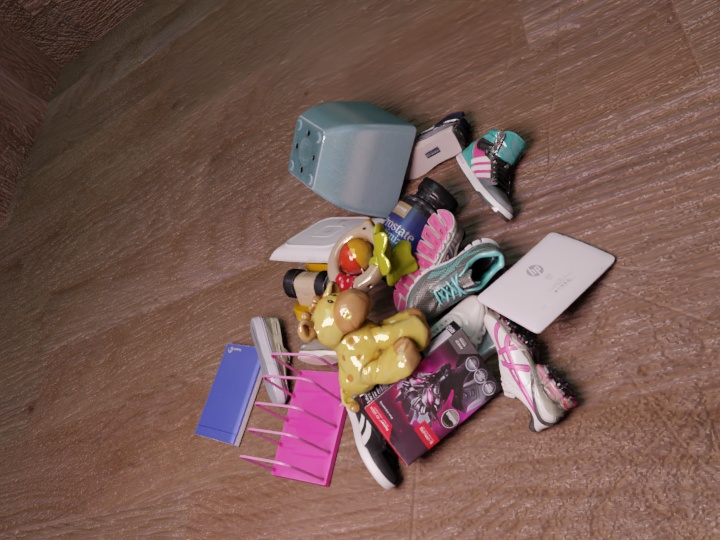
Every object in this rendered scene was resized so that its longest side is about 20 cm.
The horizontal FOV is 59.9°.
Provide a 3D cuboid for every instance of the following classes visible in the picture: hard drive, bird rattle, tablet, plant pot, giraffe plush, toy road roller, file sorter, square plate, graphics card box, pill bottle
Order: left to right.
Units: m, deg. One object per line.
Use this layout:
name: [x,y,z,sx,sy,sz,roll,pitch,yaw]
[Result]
hard drive: [-0.273,0.261,1.338,0.129,0.025,0.206,0,63,39]
file sorter: [-0.118,0.264,1.140,0.136,0.125,0.206,-4,61,37]
square plate: [-0.065,-0.070,1.300,0.195,0.029,0.197,3,29,40]
toy road roller: [-0.052,0.045,1.252,0.120,0.150,0.199,3,27,39]
plant pot: [-0.035,-0.237,1.287,0.196,0.195,0.202,39,121,45]
giraffe plush: [-0.007,0.096,0.972,0.198,0.163,0.173,-38,9,10]
bird rattle: [0.000,0.000,1.109,0.200,0.111,0.165,-44,44,19]
pill bottle: [0.096,-0.070,1.190,0.202,0.111,0.111,-53,44,-2]
graphics card box: [0.110,0.193,0.980,0.198,0.127,0.051,-38,12,-2]
tablet: [0.293,0.013,0.990,0.198,0.014,0.129,-36,40,-22]

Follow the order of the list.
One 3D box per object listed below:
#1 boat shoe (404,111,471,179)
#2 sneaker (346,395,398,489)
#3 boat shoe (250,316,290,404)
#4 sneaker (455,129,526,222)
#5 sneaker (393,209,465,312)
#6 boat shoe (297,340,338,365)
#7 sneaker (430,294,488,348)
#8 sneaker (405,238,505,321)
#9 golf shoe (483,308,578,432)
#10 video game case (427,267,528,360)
boat shoe: [0.147,-0.261,1.312,0.196,0.076,0.094,-16,30,38]
sneaker: [0.043,0.252,1.055,0.111,0.073,0.202,-38,46,11]
boat shoe: [-0.175,0.178,1.283,0.073,0.060,0.204,113,143,-53]
sneaker: [0.262,-0.190,1.157,0.121,0.083,0.203,-43,43,21]
sneaker: [0.131,-0.006,1.125,0.073,0.086,0.205,35,106,41]
boat shoe: [-0.022,0.139,1.156,0.195,0.072,0.062,-2,66,19]
sneaker: [0.135,0.119,1.030,0.201,0.081,0.075,-50,43,0]
sneaker: [0.158,0.016,1.034,0.198,0.078,0.091,-38,8,-2]
golf shoe: [0.238,0.147,0.955,0.093,0.071,0.202,-48,49,23]
video game case: [0.184,0.076,1.089,0.198,0.023,0.185,-38,46,15]
